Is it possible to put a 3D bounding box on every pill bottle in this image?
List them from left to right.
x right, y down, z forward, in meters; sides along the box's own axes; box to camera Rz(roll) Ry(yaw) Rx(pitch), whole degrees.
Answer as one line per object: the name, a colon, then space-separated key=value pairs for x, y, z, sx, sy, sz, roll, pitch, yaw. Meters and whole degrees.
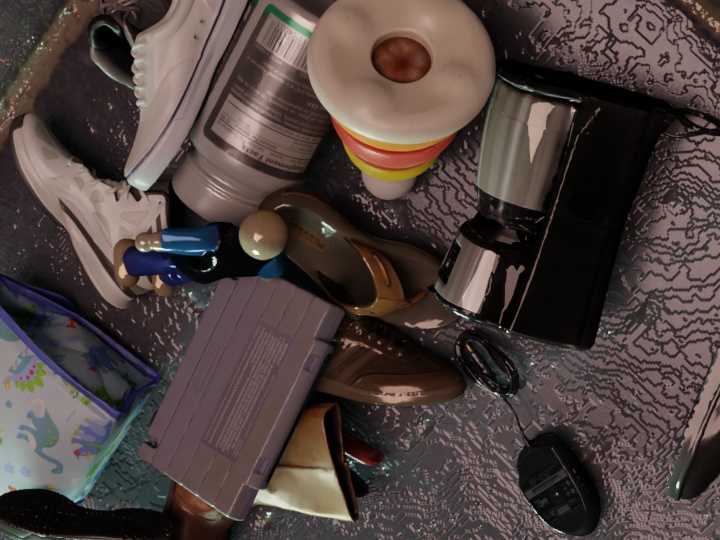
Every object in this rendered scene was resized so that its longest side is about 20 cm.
pill bottle: x=-0.076 y=-0.138 z=1.312 sx=0.113 sy=0.113 sz=0.201 roll=36 pitch=111 yaw=12

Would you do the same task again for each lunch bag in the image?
lunch bag: x=-0.317 y=0.117 z=1.451 sx=0.199 sy=0.127 sz=0.171 roll=35 pitch=111 yaw=2

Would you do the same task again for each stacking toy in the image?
stacking toy: x=0.027 y=-0.124 z=1.254 sx=0.145 sy=0.200 sz=0.147 roll=1 pitch=63 yaw=-3

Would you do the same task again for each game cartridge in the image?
game cartridge: x=-0.102 y=0.100 z=1.339 sx=0.129 sy=0.038 sz=0.201 roll=27 pitch=91 yaw=32

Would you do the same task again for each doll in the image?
doll: x=-0.131 y=-0.014 z=1.294 sx=0.199 sy=0.136 sz=0.049 roll=-11 pitch=69 yaw=48

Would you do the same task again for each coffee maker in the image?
coffee maker: x=0.169 y=-0.044 z=1.220 sx=0.191 sy=0.135 sz=0.202 roll=19 pitch=107 yaw=17

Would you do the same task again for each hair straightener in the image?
hair straightener: x=-0.077 y=0.154 z=1.406 sx=0.199 sy=0.041 sz=0.077 roll=27 pitch=108 yaw=16

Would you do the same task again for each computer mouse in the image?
computer mouse: x=0.144 y=0.136 z=1.324 sx=0.059 sy=0.034 sz=0.201 roll=-36 pitch=80 yaw=40

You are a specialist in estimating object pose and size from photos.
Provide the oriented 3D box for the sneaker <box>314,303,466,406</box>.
sneaker: x=-0.004 y=0.068 z=1.345 sx=0.198 sy=0.070 sz=0.076 roll=7 pitch=103 yaw=20

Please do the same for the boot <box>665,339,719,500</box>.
boot: x=0.358 y=0.143 z=1.222 sx=0.199 sy=0.066 sz=0.166 roll=22 pitch=109 yaw=12

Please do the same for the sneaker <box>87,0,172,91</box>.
sneaker: x=-0.206 y=-0.239 z=1.344 sx=0.075 sy=0.115 sz=0.201 roll=-25 pitch=90 yaw=25

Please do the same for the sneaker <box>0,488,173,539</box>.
sneaker: x=-0.235 y=0.263 z=1.397 sx=0.198 sy=0.060 sz=0.105 roll=8 pitch=122 yaw=1

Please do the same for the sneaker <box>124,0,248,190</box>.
sneaker: x=-0.162 y=-0.168 z=1.297 sx=0.070 sy=0.073 sz=0.201 roll=24 pitch=88 yaw=-16

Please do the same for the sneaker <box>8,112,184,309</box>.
sneaker: x=-0.228 y=-0.076 z=1.418 sx=0.115 sy=0.076 sz=0.201 roll=-31 pitch=95 yaw=15

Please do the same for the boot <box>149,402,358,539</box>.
boot: x=-0.084 y=0.207 z=1.391 sx=0.198 sy=0.068 sz=0.190 roll=-2 pitch=98 yaw=30

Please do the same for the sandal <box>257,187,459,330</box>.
sandal: x=0.000 y=0.000 z=1.305 sx=0.199 sy=0.055 sz=0.082 roll=32 pitch=123 yaw=-19
